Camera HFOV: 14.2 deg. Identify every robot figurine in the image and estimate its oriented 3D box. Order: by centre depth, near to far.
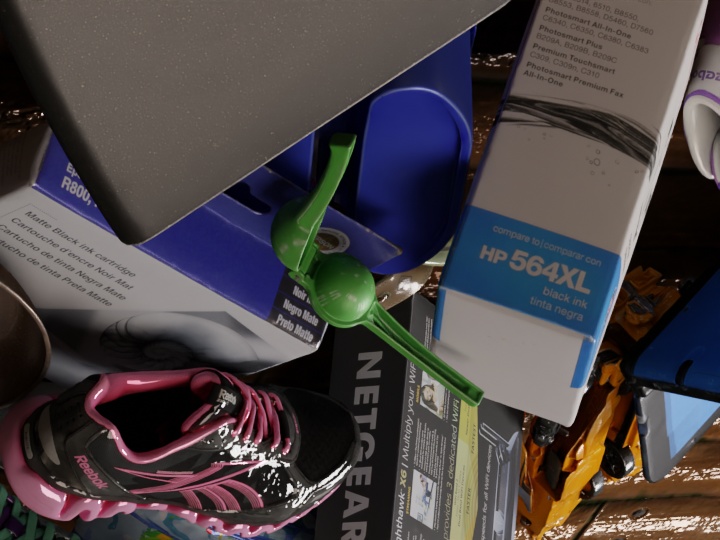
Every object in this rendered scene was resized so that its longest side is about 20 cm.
[{"bbox_3d":[0.147,0.077,1.778,0.145,0.058,0.201,-31,151,-30],"label":"robot figurine"}]

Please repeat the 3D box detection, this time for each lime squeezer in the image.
[{"bbox_3d":[-0.001,-0.003,1.372,0.070,0.038,0.200,-6,139,20],"label":"lime squeezer"}]

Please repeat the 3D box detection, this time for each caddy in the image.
[{"bbox_3d":[-0.015,-0.084,1.425,0.140,0.106,0.200,1,147,-5],"label":"caddy"}]

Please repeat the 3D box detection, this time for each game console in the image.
[{"bbox_3d":[0.256,0.034,1.704,0.200,0.170,0.119,-46,118,-21],"label":"game console"}]

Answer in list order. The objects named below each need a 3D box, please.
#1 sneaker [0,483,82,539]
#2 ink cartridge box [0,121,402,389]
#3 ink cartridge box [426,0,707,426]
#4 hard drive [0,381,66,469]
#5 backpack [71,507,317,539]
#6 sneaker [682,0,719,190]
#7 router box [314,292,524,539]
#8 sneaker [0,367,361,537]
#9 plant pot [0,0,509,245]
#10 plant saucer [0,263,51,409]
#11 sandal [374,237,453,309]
[{"bbox_3d":[-0.186,0.154,1.554,0.088,0.199,0.075,88,26,-48],"label":"sneaker"},{"bbox_3d":[-0.115,-0.002,1.411,0.199,0.041,0.199,-23,141,38],"label":"ink cartridge box"},{"bbox_3d":[0.104,-0.044,1.452,0.084,0.201,0.146,19,162,6],"label":"ink cartridge box"},{"bbox_3d":[-0.129,0.086,1.550,0.199,0.132,0.027,7,98,-41],"label":"hard drive"},{"bbox_3d":[-0.081,0.170,1.676,0.199,0.163,0.155,1,115,-39],"label":"backpack"},{"bbox_3d":[0.235,-0.076,1.601,0.200,0.072,0.115,35,71,-45],"label":"sneaker"},{"bbox_3d":[0.035,0.131,1.663,0.052,0.201,0.157,-6,156,27],"label":"router box"},{"bbox_3d":[-0.074,0.080,1.436,0.199,0.079,0.095,0,152,-35],"label":"sneaker"},{"bbox_3d":[-0.083,-0.173,1.192,0.199,0.200,0.178,-32,134,7],"label":"plant pot"},{"bbox_3d":[-0.245,0.016,1.388,0.199,0.032,0.201,4,149,2],"label":"plant saucer"},{"bbox_3d":[0.001,0.000,1.557,0.200,0.080,0.058,3,98,-40],"label":"sandal"}]
